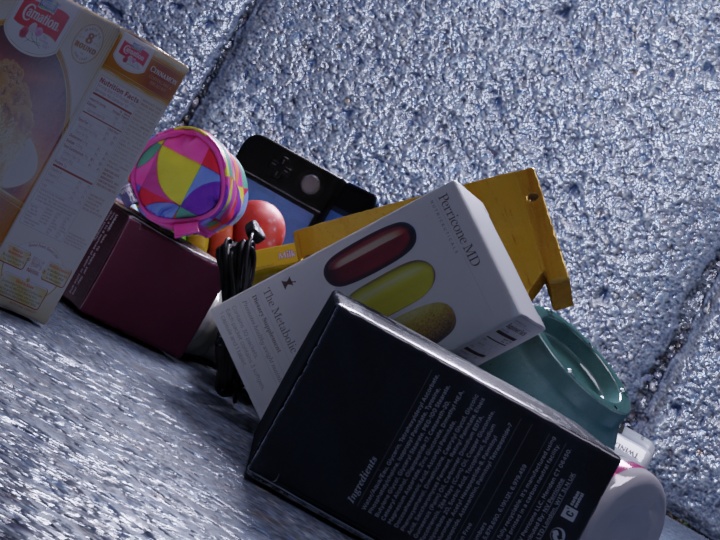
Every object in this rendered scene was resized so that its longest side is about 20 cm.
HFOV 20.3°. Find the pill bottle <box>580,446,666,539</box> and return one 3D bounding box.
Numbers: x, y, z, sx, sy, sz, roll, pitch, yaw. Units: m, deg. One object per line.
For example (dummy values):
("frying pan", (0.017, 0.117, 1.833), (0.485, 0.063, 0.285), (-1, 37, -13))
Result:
("pill bottle", (0.115, 0.156, 1.482), (0.200, 0.113, 0.113), (30, 1, 37))

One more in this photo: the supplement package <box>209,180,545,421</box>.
("supplement package", (0.015, 0.035, 1.446), (0.114, 0.200, 0.110), (64, 10, 13))

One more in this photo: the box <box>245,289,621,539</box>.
("box", (0.041, 0.113, 1.280), (0.197, 0.124, 0.200), (27, 1, -3))

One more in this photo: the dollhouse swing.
("dollhouse swing", (0.067, 0.033, 1.628), (0.176, 0.200, 0.182), (73, 3, -46))

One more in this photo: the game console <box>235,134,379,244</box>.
("game console", (-0.089, -0.015, 1.900), (0.171, 0.200, 0.118), (29, 0, 11))

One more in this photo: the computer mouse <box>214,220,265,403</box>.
("computer mouse", (-0.096, 0.030, 1.596), (0.046, 0.140, 0.200), (4, 0, 7))

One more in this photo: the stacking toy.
("stacking toy", (-0.165, -0.034, 1.808), (0.200, 0.085, 0.085), (1, 8, -14))

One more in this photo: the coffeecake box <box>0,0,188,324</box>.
("coffeecake box", (-0.231, -0.089, 1.370), (0.154, 0.200, 0.073), (30, 0, 41))

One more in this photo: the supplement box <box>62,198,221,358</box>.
("supplement box", (-0.211, -0.015, 1.640), (0.110, 0.086, 0.200), (30, 0, -38))

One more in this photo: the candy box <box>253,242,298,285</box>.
("candy box", (0.000, 0.000, 1.733), (0.200, 0.026, 0.102), (-11, -32, 8))

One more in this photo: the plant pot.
("plant pot", (0.136, 0.114, 1.657), (0.200, 0.134, 0.200), (41, 19, -17))

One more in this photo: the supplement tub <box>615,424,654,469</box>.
("supplement tub", (0.217, 0.198, 2.253), (0.200, 0.123, 0.123), (30, 1, 5))

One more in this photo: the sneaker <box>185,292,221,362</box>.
("sneaker", (-0.126, 0.044, 1.721), (0.081, 0.075, 0.200), (38, 0, -4))

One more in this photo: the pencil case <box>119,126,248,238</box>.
("pencil case", (-0.137, -0.067, 1.622), (0.088, 0.088, 0.200), (29, 2, 2))
